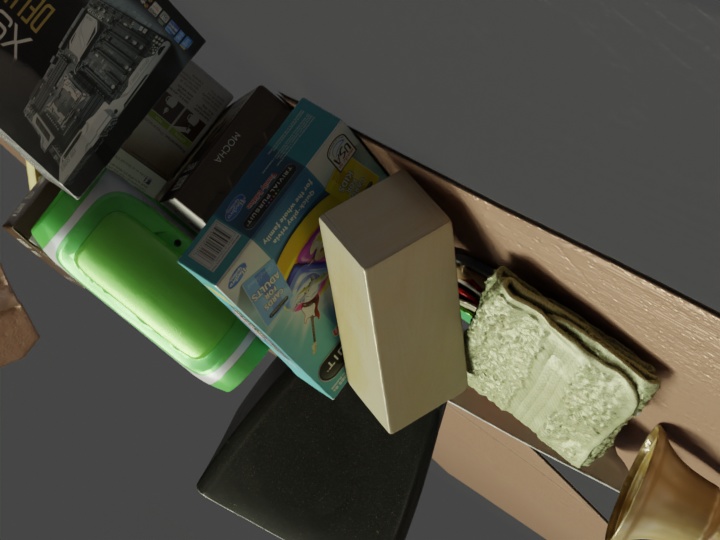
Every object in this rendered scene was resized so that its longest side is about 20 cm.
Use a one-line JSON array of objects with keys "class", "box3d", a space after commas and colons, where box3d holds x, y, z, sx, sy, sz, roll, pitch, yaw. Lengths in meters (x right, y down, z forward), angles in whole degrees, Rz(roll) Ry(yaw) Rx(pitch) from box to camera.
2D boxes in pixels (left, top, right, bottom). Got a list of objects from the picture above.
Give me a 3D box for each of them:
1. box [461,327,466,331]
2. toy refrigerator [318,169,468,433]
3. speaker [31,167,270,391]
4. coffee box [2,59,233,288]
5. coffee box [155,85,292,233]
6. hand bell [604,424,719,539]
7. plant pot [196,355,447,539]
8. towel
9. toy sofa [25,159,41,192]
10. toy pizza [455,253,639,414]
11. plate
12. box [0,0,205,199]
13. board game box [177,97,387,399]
[{"class": "box", "box3d": [0.070, 0.055, 1.769, 0.163, 0.021, 0.200, 25, -176, -45]}, {"class": "toy refrigerator", "box3d": [0.025, 0.024, 1.470, 0.070, 0.076, 0.201, 49, 161, 35]}, {"class": "speaker", "box3d": [-0.158, 0.005, 1.556, 0.200, 0.089, 0.088, 40, 172, -9]}, {"class": "coffee box", "box3d": [-0.204, -0.090, 1.661, 0.080, 0.201, 0.114, 39, 172, -12]}, {"class": "coffee box", "box3d": [-0.099, -0.073, 1.598, 0.080, 0.113, 0.200, 39, 173, -9]}, {"class": "hand bell", "box3d": [0.306, 0.213, 1.588, 0.199, 0.105, 0.104, 25, 172, 3]}, {"class": "plant pot", "box3d": [-0.014, 0.145, 1.885, 0.199, 0.178, 0.200, 27, -160, 0]}, {"class": "towel", "box3d": [0.139, 0.076, 1.484, 0.148, 0.037, 0.200, 35, 159, 6]}, {"class": "toy sofa", "box3d": [-0.211, -0.108, 1.880, 0.198, 0.098, 0.083, 16, 148, 7]}, {"class": "toy pizza", "box3d": [0.137, 0.058, 1.575, 0.200, 0.032, 0.200, 38, 172, 6]}, {"class": "plate", "box3d": [0.150, 0.129, 1.759, 0.198, 0.033, 0.200, 28, -176, -2]}, {"class": "box", "box3d": [-0.224, -0.170, 1.443, 0.050, 0.158, 0.200, 31, 169, 41]}, {"class": "board game box", "box3d": [-0.031, -0.012, 1.495, 0.047, 0.151, 0.200, 31, 170, 37]}]
